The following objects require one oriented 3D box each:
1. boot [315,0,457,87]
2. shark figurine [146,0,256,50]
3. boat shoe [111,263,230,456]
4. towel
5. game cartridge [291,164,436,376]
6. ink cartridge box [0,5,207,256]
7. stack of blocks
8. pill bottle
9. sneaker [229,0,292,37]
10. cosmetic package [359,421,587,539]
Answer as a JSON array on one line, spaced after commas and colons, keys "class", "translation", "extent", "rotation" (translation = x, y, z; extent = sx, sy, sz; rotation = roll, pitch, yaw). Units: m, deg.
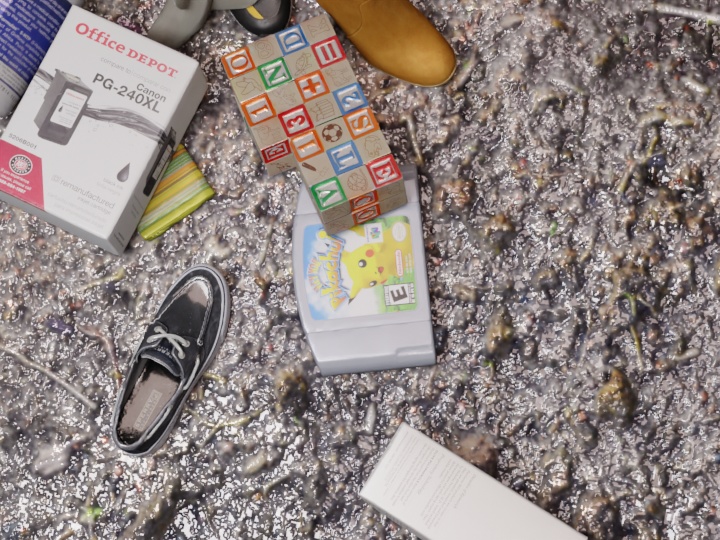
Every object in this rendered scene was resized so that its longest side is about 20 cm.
[{"class": "boot", "translation": [0.007, -0.260, 1.709], "extent": [0.201, 0.144, 0.071], "rotation": [38, 85, 9]}, {"class": "shark figurine", "translation": [-0.179, -0.300, 1.699], "extent": [0.128, 0.090, 0.215], "rotation": [1, 124, 18]}, {"class": "boat shoe", "translation": [-0.187, 0.084, 1.701], "extent": [0.072, 0.068, 0.200], "rotation": [26, 83, 8]}, {"class": "towel", "translation": [-0.234, -0.132, 1.770], "extent": [0.086, 0.018, 0.200], "rotation": [-33, 79, -6]}, {"class": "game cartridge", "translation": [0.000, 0.000, 1.720], "extent": [0.133, 0.040, 0.201], "rotation": [-7, 79, 7]}, {"class": "ink cartridge box", "translation": [-0.258, -0.138, 1.720], "extent": [0.145, 0.083, 0.200], "rotation": [25, 80, 7]}, {"class": "stack of blocks", "translation": [-0.046, -0.137, 1.711], "extent": [0.115, 0.059, 0.200], "rotation": [-23, 67, -4]}, {"class": "pill bottle", "translation": [-0.345, -0.265, 1.748], "extent": [0.120, 0.120, 0.200], "rotation": [33, 84, 9]}, {"class": "sneaker", "translation": [-0.118, -0.334, 1.757], "extent": [0.070, 0.090, 0.201], "rotation": [-13, 79, 2]}, {"class": "cosmetic package", "translation": [0.104, 0.231, 1.635], "extent": [0.200, 0.108, 0.085], "rotation": [31, 83, 7]}]
